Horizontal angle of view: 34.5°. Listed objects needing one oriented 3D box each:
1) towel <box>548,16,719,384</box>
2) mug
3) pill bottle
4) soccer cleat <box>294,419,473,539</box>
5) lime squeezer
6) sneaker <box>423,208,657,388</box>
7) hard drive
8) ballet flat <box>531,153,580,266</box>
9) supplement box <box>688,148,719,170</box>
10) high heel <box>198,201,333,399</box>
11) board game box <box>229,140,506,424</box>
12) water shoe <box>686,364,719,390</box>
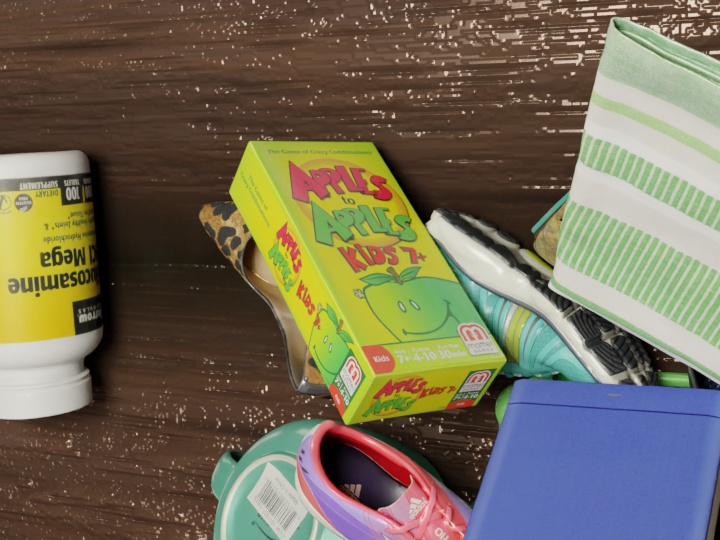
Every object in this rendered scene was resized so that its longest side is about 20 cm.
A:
[{"bbox_3d":[0.173,-0.019,0.591,0.152,0.023,0.201,31,150,19],"label":"towel"},{"bbox_3d":[-0.040,0.184,0.804,0.184,0.114,0.154,-18,62,32],"label":"mug"},{"bbox_3d":[-0.263,0.009,0.918,0.111,0.112,0.203,0,98,26],"label":"pill bottle"},{"bbox_3d":[0.044,0.159,0.686,0.199,0.073,0.068,34,67,15],"label":"soccer cleat"},{"bbox_3d":[0.136,0.097,0.779,0.199,0.038,0.071,-34,81,24],"label":"lime squeezer"},{"bbox_3d":[0.110,0.038,0.764,0.200,0.077,0.080,39,114,31],"label":"sneaker"},{"bbox_3d":[0.120,0.147,0.627,0.131,0.201,0.025,0,137,29],"label":"hard drive"},{"bbox_3d":[0.155,-0.042,0.682,0.070,0.200,0.071,3,68,-7],"label":"ballet flat"},{"bbox_3d":[0.265,-0.118,0.613,0.103,0.131,0.201,29,96,17],"label":"supplement box"},{"bbox_3d":[-0.062,0.012,0.801,0.199,0.142,0.072,29,120,19],"label":"high heel"},{"bbox_3d":[0.000,0.000,0.750,0.201,0.101,0.048,61,139,34],"label":"board game box"},{"bbox_3d":[0.220,0.012,0.697,0.071,0.079,0.202,-14,89,15],"label":"water shoe"}]
